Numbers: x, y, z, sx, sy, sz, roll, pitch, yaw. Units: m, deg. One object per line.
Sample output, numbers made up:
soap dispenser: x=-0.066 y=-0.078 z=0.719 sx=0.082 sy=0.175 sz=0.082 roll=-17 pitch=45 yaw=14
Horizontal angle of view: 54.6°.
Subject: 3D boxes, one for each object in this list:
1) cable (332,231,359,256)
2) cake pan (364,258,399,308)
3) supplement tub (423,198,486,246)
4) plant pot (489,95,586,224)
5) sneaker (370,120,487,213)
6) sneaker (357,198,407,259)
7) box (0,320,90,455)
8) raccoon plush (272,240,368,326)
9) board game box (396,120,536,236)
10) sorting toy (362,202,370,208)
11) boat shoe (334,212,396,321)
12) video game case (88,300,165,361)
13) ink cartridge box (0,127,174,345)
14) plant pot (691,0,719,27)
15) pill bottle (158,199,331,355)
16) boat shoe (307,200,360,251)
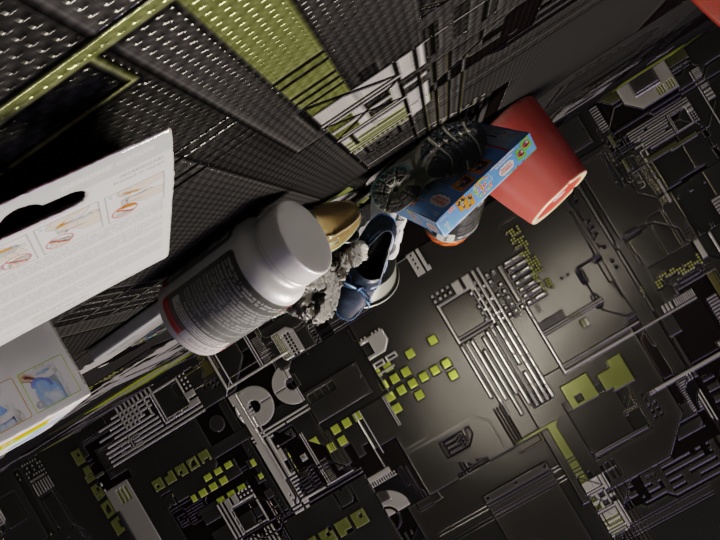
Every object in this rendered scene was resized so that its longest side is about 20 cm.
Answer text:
cable: x=-0.087 y=-0.029 z=1.129 sx=0.162 sy=0.051 sz=0.200 roll=-27 pitch=164 yaw=17
cake pan: x=-0.020 y=-0.017 z=1.290 sx=0.199 sy=0.200 sz=0.037 roll=-30 pitch=151 yaw=-36
supplement tub: x=0.175 y=-0.136 z=1.318 sx=0.122 sy=0.123 sz=0.201 roll=-31 pitch=157 yaw=-15
plant pot: x=0.321 y=-0.200 z=1.338 sx=0.200 sy=0.178 sz=0.201 roll=-40 pitch=167 yaw=-12
sneaker: x=0.097 y=-0.168 z=1.063 sx=0.199 sy=0.078 sz=0.086 roll=-30 pitch=-162 yaw=1
sneaker: x=0.018 y=-0.094 z=1.211 sx=0.113 sy=0.076 sz=0.201 roll=1 pitch=141 yaw=-7
box: x=-0.315 y=0.104 z=0.487 sx=0.199 sy=0.102 sz=0.112 roll=-31 pitch=179 yaw=-45
raccoon plush: x=-0.090 y=0.018 z=1.079 sx=0.133 sy=0.098 sz=0.199 roll=7 pitch=-156 yaw=36
board game box: x=0.153 y=-0.149 z=1.086 sx=0.200 sy=0.037 sz=0.151 roll=-42 pitch=-148 yaw=-9
sorting toy: x=0.097 y=-0.167 z=1.403 sx=0.184 sy=0.037 sz=0.200 roll=-31 pitch=178 yaw=-24
boat shoe: x=0.000 y=0.000 z=1.168 sx=0.069 sy=0.083 sz=0.202 roll=-97 pitch=-157 yaw=-66
video game case: x=-0.302 y=0.065 z=1.097 sx=0.199 sy=0.024 sz=0.182 roll=-33 pitch=178 yaw=18
ink cartridge box: x=-0.187 y=-0.018 z=0.394 sx=0.159 sy=0.048 sz=0.200 roll=-31 pitch=173 yaw=-22
plant pot: x=0.623 y=-0.425 z=0.993 sx=0.199 sy=0.177 sz=0.200 roll=-31 pitch=179 yaw=-16
pill bottle: x=-0.137 y=0.009 z=0.831 sx=0.199 sy=0.115 sz=0.114 roll=-32 pitch=179 yaw=26
boat shoe: x=-0.072 y=-0.058 z=1.002 sx=0.199 sy=0.072 sz=0.076 roll=-32 pitch=165 yaw=-32
